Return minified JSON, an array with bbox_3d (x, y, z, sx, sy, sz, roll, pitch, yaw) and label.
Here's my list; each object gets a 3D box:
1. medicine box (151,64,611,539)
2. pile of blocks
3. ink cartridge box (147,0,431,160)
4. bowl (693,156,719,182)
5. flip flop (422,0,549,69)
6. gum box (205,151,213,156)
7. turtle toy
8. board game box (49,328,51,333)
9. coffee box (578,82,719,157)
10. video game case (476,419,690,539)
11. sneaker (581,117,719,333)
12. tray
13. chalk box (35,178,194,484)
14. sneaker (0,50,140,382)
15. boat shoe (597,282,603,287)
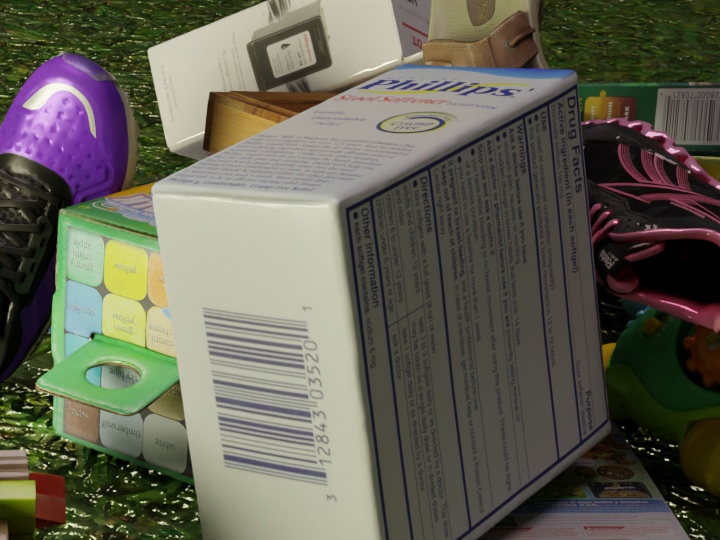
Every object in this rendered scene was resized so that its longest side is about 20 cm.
[{"bbox_3d":[0.017,0.021,0.956,0.103,0.183,0.200,7,23,35],"label":"medicine box"},{"bbox_3d":[-0.157,0.096,0.916,0.062,0.082,0.200,0,18,-11],"label":"pile of blocks"},{"bbox_3d":[-0.008,-0.122,1.253,0.200,0.067,0.116,-19,-15,23],"label":"ink cartridge box"},{"bbox_3d":[0.226,-0.009,1.245,0.199,0.108,0.200,4,1,0],"label":"bowl"},{"bbox_3d":[0.064,-0.112,1.097,0.081,0.058,0.200,-15,50,18],"label":"flip flop"},{"bbox_3d":[0.000,0.000,1.191,0.200,0.114,0.066,15,21,31],"label":"gum box"},{"bbox_3d":[0.217,0.043,1.123,0.199,0.101,0.146,-4,20,-23],"label":"turtle toy"},{"bbox_3d":[-0.199,-0.005,1.276,0.199,0.045,0.134,-2,19,-19],"label":"board game box"},{"bbox_3d":[0.185,-0.088,1.277,0.123,0.044,0.200,2,1,-42],"label":"coffee box"},{"bbox_3d":[0.076,0.115,1.009,0.143,0.018,0.200,1,19,-8],"label":"video game case"},{"bbox_3d":[0.136,-0.018,1.039,0.095,0.079,0.200,-17,30,-42],"label":"sneaker"},{"bbox_3d":[0.024,-0.073,1.171,0.200,0.037,0.099,-4,16,-38],"label":"tray"},{"bbox_3d":[-0.075,0.027,1.075,0.124,0.124,0.200,16,21,31],"label":"chalk box"},{"bbox_3d":[-0.177,-0.012,1.081,0.069,0.200,0.100,28,25,5],"label":"sneaker"},{"bbox_3d":[0.190,-0.028,1.361,0.200,0.073,0.063,-11,5,-29],"label":"boat shoe"}]
